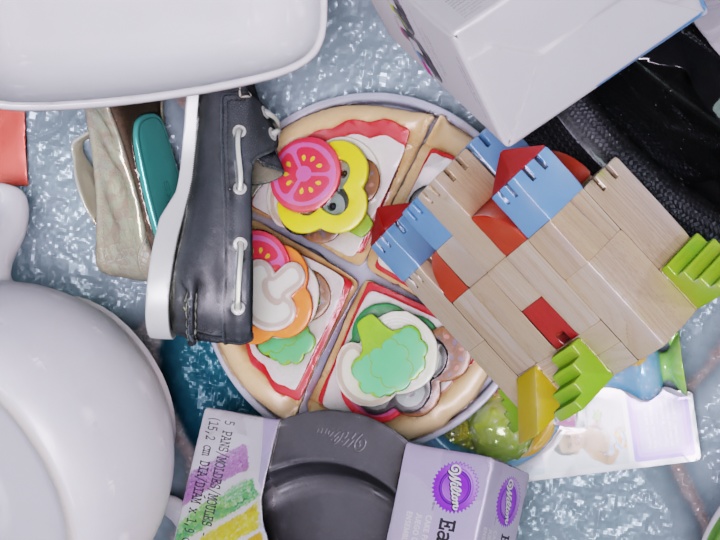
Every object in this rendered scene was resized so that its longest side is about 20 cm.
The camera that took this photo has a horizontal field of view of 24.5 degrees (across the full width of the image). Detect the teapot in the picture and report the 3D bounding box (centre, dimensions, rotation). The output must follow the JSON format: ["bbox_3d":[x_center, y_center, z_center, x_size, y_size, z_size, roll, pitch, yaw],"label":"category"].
[{"bbox_3d":[-0.170,0.089,0.920,0.196,0.146,0.202,27,125,21],"label":"teapot"}]

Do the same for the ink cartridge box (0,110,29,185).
[{"bbox_3d":[-0.248,-0.147,0.941,0.108,0.050,0.202,-1,95,5],"label":"ink cartridge box"}]

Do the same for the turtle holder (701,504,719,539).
[{"bbox_3d":[0.245,0.184,0.890,0.139,0.132,0.188,1,97,4],"label":"turtle holder"}]

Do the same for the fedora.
[{"bbox_3d":[0.148,-0.057,0.878,0.200,0.201,0.092,41,128,0],"label":"fedora"}]

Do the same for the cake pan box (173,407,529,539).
[{"bbox_3d":[-0.018,0.176,0.866,0.183,0.052,0.202,8,78,29],"label":"cake pan box"}]

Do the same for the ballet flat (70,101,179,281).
[{"bbox_3d":[-0.142,-0.092,0.933,0.062,0.067,0.202,-5,94,28],"label":"ballet flat"}]

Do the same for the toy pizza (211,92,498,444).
[{"bbox_3d":[0.000,0.000,0.919,0.198,0.032,0.203,-1,86,16],"label":"toy pizza"}]

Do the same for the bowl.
[{"bbox_3d":[-0.123,-0.182,0.847,0.198,0.075,0.202,-8,90,-10],"label":"bowl"}]

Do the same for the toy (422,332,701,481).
[{"bbox_3d":[0.086,0.066,0.934,0.198,0.047,0.116,-9,94,6],"label":"toy"}]

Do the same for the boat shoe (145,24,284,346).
[{"bbox_3d":[-0.071,-0.055,0.907,0.060,0.076,0.202,8,77,2],"label":"boat shoe"}]

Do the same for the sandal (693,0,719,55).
[{"bbox_3d":[0.239,-0.113,0.867,0.079,0.059,0.208,-52,51,38],"label":"sandal"}]

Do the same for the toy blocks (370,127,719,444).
[{"bbox_3d":[0.082,-0.009,0.809,0.137,0.200,0.100,47,64,1],"label":"toy blocks"}]

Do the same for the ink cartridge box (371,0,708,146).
[{"bbox_3d":[0.067,-0.152,0.814,0.115,0.200,0.068,-33,123,-2],"label":"ink cartridge box"}]
